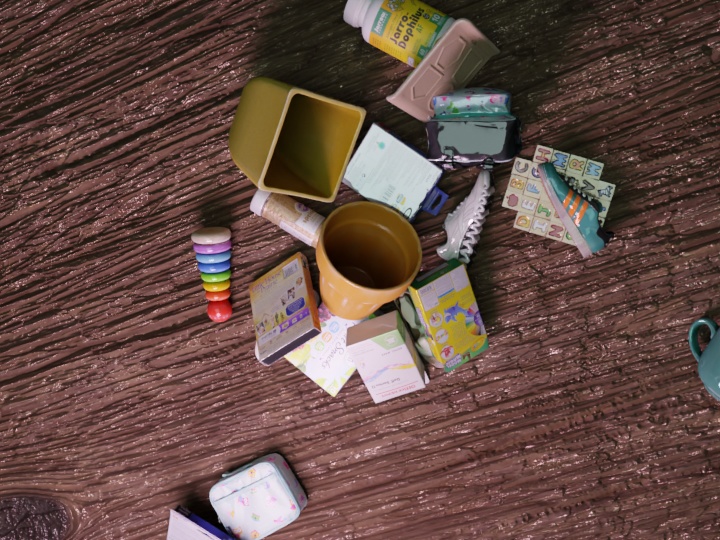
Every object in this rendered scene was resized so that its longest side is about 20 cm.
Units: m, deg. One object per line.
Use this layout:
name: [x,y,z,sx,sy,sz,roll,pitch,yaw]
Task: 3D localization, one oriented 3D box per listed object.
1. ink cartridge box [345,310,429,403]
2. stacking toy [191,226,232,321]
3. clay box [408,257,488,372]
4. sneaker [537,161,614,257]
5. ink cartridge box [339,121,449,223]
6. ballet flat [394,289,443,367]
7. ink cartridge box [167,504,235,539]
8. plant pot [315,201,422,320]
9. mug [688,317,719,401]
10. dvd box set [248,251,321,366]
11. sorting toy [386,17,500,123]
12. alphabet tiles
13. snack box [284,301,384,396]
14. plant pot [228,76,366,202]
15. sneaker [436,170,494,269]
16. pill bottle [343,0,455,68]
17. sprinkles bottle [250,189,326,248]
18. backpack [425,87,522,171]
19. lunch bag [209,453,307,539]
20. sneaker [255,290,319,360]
ink cartridge box: [0.060,0.192,1.670,0.116,0.068,0.201,-20,121,12]
stacking toy: [-0.311,0.013,1.756,0.084,0.085,0.202,1,106,12]
clay box: [0.177,0.091,1.629,0.114,0.048,0.202,-27,116,-15]
sneaker: [0.409,-0.128,1.564,0.079,0.071,0.201,-30,98,12]
ink cartridge box: [0.078,-0.182,1.628,0.199,0.076,0.137,35,107,6]
ballet flat: [0.121,0.119,1.682,0.068,0.067,0.201,-30,93,18]
ink cartridge box: [-0.339,0.604,1.842,0.198,0.041,0.201,30,142,6]
plant pot: [0.000,0.000,1.608,0.199,0.201,0.184,32,145,5]
mug: [0.702,0.182,1.532,0.151,0.185,0.115,19,112,-15]
dvd box set: [-0.157,0.077,1.683,0.146,0.201,0.029,-32,138,19]
sorting toy: [0.152,-0.368,1.526,0.200,0.185,0.037,-44,67,18]
alphabet tiles: [0.384,-0.145,1.601,0.198,0.006,0.168,17,105,9]
snack box: [-0.048,0.143,1.732,0.142,0.053,0.201,37,106,2]
plant pot: [-0.145,-0.270,1.596,0.200,0.194,0.196,36,110,41]
sneaker: [0.208,-0.105,1.620,0.080,0.075,0.202,22,105,17]
pill bottle: [0.073,-0.464,1.554,0.199,0.113,0.114,30,106,6]
sprinkles bottle: [-0.128,-0.104,1.694,0.199,0.068,0.069,31,106,5]
backpack: [0.212,-0.260,1.520,0.175,0.200,0.152,2,97,16]
lunch bag: [-0.234,0.507,1.833,0.199,0.077,0.161,-30,93,16]
sneaker: [-0.168,0.123,1.740,0.073,0.085,0.201,37,108,1]
